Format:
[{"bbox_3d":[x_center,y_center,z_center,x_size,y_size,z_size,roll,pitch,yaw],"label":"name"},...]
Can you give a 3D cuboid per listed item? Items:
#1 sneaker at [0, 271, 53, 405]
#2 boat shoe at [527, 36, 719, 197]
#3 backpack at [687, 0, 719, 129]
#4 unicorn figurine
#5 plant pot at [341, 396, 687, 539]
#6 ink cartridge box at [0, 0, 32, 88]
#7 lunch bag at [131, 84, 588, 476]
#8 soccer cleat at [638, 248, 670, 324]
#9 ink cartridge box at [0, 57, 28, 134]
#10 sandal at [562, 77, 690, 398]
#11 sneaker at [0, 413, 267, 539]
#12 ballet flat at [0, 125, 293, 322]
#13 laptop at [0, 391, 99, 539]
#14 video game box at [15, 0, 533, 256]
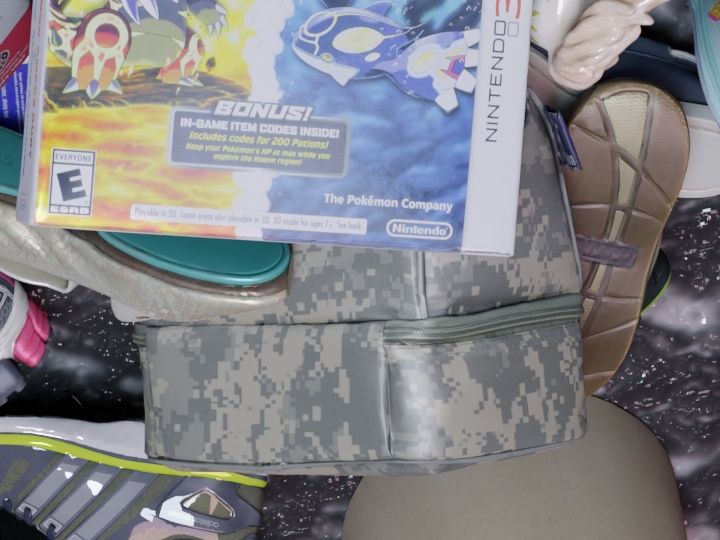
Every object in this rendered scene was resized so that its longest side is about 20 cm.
[{"bbox_3d":[-0.246,0.057,1.285,0.200,0.081,0.075,-36,119,6],"label":"sneaker"},{"bbox_3d":[0.092,-0.090,1.256,0.200,0.062,0.075,10,135,-12],"label":"boat shoe"},{"bbox_3d":[0.235,-0.084,1.186,0.153,0.200,0.176,-32,106,10],"label":"backpack"},{"bbox_3d":[0.087,-0.146,1.140,0.074,0.200,0.138,21,124,-7],"label":"unicorn figurine"},{"bbox_3d":[0.100,0.195,1.385,0.187,0.200,0.188,-6,127,-9],"label":"plant pot"},{"bbox_3d":[-0.216,-0.093,1.079,0.148,0.086,0.200,-50,168,-6],"label":"ink cartridge box"},{"bbox_3d":[0.000,0.000,1.202,0.139,0.200,0.168,-10,96,-47],"label":"lunch bag"},{"bbox_3d":[0.054,0.014,1.327,0.200,0.068,0.081,-17,121,2],"label":"soccer cleat"},{"bbox_3d":[-0.200,-0.061,1.229,0.200,0.039,0.100,-5,127,-7],"label":"ink cartridge box"},{"bbox_3d":[0.099,-0.011,1.263,0.080,0.054,0.200,15,121,-10],"label":"sandal"},{"bbox_3d":[-0.140,0.112,1.313,0.200,0.074,0.081,1,83,11],"label":"sneaker"},{"bbox_3d":[-0.111,-0.013,1.174,0.200,0.067,0.062,22,133,25],"label":"ballet flat"},{"bbox_3d":[-0.138,0.183,1.430,0.187,0.116,0.200,-40,148,17],"label":"laptop"},{"bbox_3d":[-0.029,-0.102,1.065,0.200,0.047,0.183,3,91,-15],"label":"video game box"}]
